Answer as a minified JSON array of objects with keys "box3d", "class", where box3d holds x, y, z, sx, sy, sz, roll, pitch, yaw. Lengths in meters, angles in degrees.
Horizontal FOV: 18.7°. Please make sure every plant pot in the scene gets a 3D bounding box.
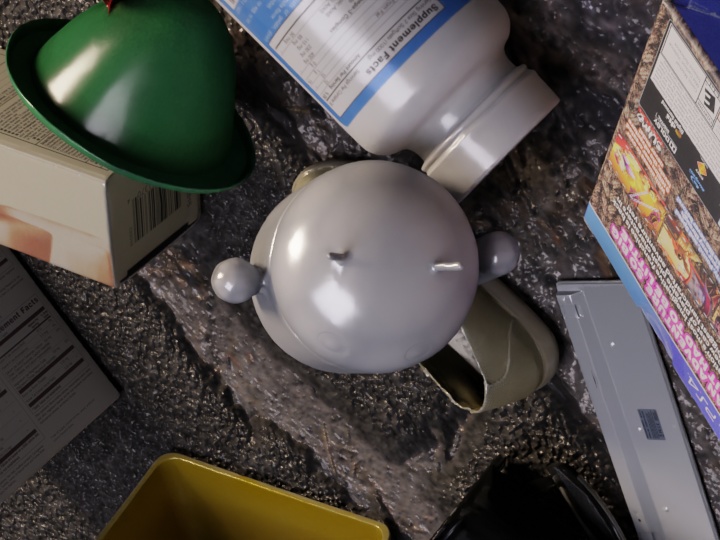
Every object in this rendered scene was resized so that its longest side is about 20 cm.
[{"box3d":[-0.092,0.281,1.550,0.199,0.200,0.177,15,141,28],"class":"plant pot"}]

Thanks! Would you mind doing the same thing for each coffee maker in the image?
[{"box3d":[0.112,0.236,1.344,0.200,0.192,0.135,39,129,6],"class":"coffee maker"}]

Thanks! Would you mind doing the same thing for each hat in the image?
[{"box3d":[-0.100,-0.159,1.262,0.165,0.200,0.176,24,116,-12],"class":"hat"}]

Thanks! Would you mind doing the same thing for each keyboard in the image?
[{"box3d":[0.171,0.093,1.328,0.056,0.011,0.201,-4,118,34],"class":"keyboard"}]

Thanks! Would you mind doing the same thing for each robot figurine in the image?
[{"box3d":[0.000,0.000,1.203,0.200,0.169,0.114,166,96,-79],"class":"robot figurine"}]

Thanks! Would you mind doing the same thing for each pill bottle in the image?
[{"box3d":[0.012,-0.135,1.206,0.200,0.112,0.112,45,137,0],"class":"pill bottle"}]

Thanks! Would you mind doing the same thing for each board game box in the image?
[{"box3d":[0.204,-0.030,1.065,0.160,0.096,0.200,61,161,23],"class":"board game box"}]

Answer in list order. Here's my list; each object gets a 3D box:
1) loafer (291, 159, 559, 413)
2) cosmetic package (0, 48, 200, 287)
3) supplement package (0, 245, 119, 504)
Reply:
[{"box3d":[0.031,0.011,1.329,0.200,0.068,0.076,39,137,8],"class":"loafer"},{"box3d":[-0.213,-0.074,1.433,0.199,0.103,0.088,21,131,26],"class":"cosmetic package"},{"box3d":[-0.315,0.073,1.584,0.152,0.151,0.200,-28,101,46],"class":"supplement package"}]
